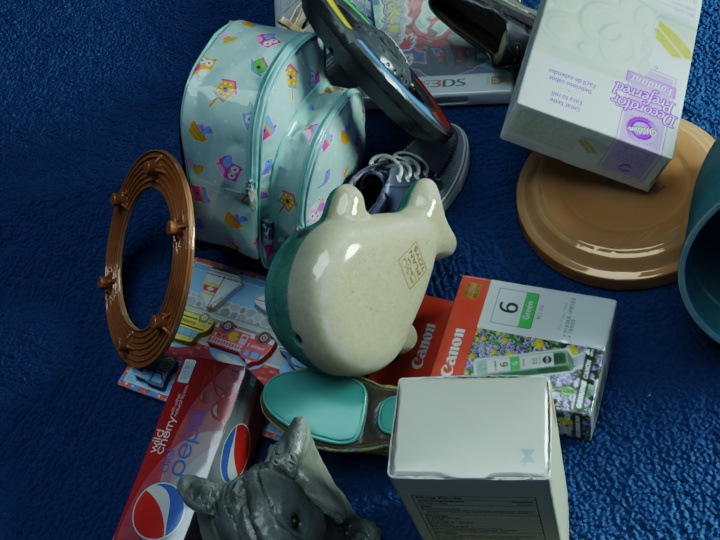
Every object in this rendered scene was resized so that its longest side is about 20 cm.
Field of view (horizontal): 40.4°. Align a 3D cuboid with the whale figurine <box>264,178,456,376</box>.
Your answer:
[{"bbox_3d":[0.000,0.000,0.820,0.103,0.160,0.200,0,34,43],"label":"whale figurine"}]

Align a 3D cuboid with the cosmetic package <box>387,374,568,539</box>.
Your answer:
[{"bbox_3d":[0.090,0.150,0.683,0.105,0.200,0.071,-1,56,13],"label":"cosmetic package"}]

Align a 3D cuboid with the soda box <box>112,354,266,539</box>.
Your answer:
[{"bbox_3d":[-0.139,0.175,0.796,0.063,0.070,0.201,9,65,21],"label":"soda box"}]

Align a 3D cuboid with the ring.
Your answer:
[{"bbox_3d":[-0.202,-0.012,0.894,0.019,0.201,0.201,5,45,-34],"label":"ring"}]

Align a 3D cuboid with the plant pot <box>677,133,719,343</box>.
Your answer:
[{"bbox_3d":[0.354,-0.058,0.771,0.199,0.201,0.188,2,43,16],"label":"plant pot"}]

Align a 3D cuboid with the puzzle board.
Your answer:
[{"bbox_3d":[-0.108,0.068,0.903,0.199,0.017,0.151,15,62,22],"label":"puzzle board"}]

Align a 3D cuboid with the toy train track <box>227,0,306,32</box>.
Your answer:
[{"bbox_3d":[-0.111,-0.253,1.061,0.200,0.032,0.115,30,94,55],"label":"toy train track"}]

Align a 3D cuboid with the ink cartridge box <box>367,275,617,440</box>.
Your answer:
[{"bbox_3d":[0.107,0.065,0.827,0.199,0.050,0.109,10,60,20],"label":"ink cartridge box"}]

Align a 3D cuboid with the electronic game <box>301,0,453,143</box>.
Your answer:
[{"bbox_3d":[0.016,-0.196,0.901,0.042,0.200,0.200,-41,53,15],"label":"electronic game"}]

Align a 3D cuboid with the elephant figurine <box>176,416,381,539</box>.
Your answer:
[{"bbox_3d":[-0.061,0.176,0.704,0.155,0.200,0.142,19,64,25],"label":"elephant figurine"}]

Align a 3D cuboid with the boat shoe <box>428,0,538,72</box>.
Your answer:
[{"bbox_3d":[0.154,-0.229,0.977,0.200,0.072,0.065,38,61,8],"label":"boat shoe"}]

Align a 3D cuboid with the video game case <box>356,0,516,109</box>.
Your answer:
[{"bbox_3d":[0.082,-0.259,1.070,0.181,0.023,0.201,0,57,14],"label":"video game case"}]

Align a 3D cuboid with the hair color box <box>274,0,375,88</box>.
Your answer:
[{"bbox_3d":[-0.040,-0.275,1.066,0.100,0.060,0.201,-33,47,34],"label":"hair color box"}]

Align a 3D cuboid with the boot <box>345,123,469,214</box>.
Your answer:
[{"bbox_3d":[0.041,-0.083,0.920,0.072,0.090,0.200,19,63,25],"label":"boot"}]

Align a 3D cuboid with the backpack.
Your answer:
[{"bbox_3d":[-0.081,-0.121,0.894,0.153,0.201,0.176,11,45,21],"label":"backpack"}]

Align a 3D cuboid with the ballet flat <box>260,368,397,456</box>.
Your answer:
[{"bbox_3d":[0.014,0.125,0.803,0.199,0.071,0.071,3,57,21],"label":"ballet flat"}]

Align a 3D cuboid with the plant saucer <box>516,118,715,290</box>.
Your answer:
[{"bbox_3d":[0.243,-0.074,0.898,0.199,0.032,0.201,-7,56,10],"label":"plant saucer"}]

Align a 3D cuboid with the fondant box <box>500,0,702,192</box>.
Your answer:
[{"bbox_3d":[0.223,-0.187,0.896,0.144,0.058,0.201,20,62,0],"label":"fondant box"}]
